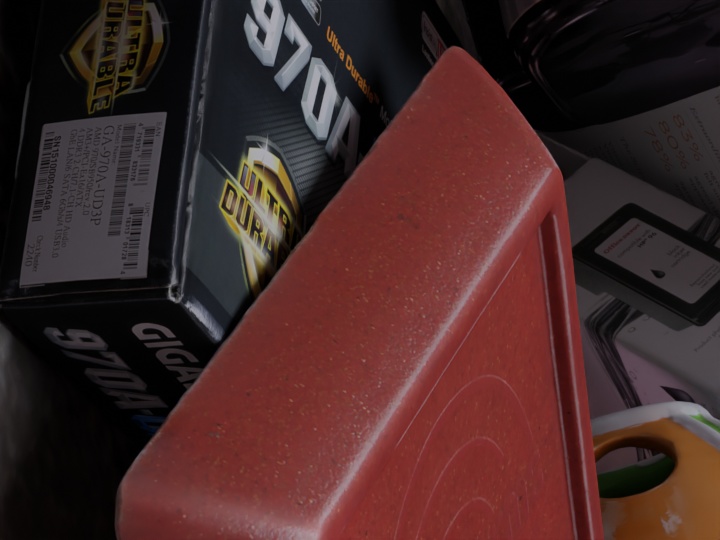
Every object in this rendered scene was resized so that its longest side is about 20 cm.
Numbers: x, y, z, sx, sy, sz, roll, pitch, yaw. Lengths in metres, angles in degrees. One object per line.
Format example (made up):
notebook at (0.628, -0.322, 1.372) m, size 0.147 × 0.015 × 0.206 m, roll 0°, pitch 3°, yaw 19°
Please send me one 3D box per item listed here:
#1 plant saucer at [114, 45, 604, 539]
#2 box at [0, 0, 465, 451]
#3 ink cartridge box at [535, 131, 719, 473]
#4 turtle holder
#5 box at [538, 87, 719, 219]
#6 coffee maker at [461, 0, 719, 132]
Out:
plant saucer at (0.015, 0.078, 0.711) m, size 0.200 × 0.037 × 0.200 m, roll -54°, pitch 143°, yaw -49°
box at (-0.021, -0.022, 0.734) m, size 0.200 × 0.046 × 0.159 m, roll 54°, pitch 37°, yaw -57°
ink cartridge box at (0.115, 0.038, 1.043) m, size 0.068 × 0.200 × 0.116 m, roll -39°, pitch 132°, yaw -19°
turtle holder at (0.106, 0.119, 0.939) m, size 0.186 × 0.141 × 0.132 m, roll 16°, pitch 54°, yaw -57°
box at (0.150, -0.062, 1.057) m, size 0.124 × 0.097 × 0.200 m, roll 61°, pitch -19°, yaw -3°
coffee maker at (0.075, -0.151, 0.833) m, size 0.192 × 0.135 × 0.200 m, roll -2°, pitch 71°, yaw -56°
